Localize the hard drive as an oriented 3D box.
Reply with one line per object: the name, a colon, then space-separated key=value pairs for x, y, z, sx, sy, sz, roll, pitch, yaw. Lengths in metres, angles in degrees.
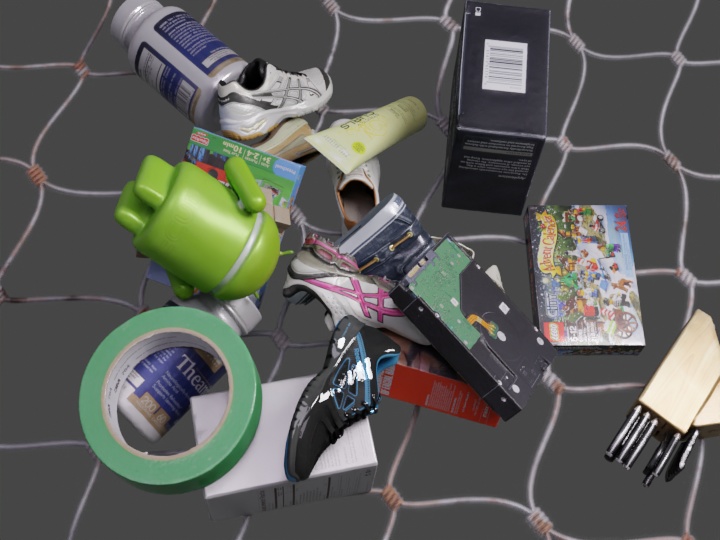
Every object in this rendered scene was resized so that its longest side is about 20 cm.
hard drive: x=0.134 y=0.064 z=1.285 sx=0.200 sy=0.038 sz=0.140 roll=47 pitch=37 yaw=-1

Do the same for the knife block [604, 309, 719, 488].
knife block: x=0.368 y=0.160 z=1.353 sx=0.173 sy=0.064 sz=0.203 roll=-6 pitch=65 yaw=-6

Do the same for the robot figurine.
robot figurine: x=-0.177 y=-0.043 z=1.243 sx=0.199 sy=0.176 sz=0.116 roll=32 pitch=29 yaw=-19

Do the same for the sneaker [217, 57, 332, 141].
sneaker: x=-0.111 y=-0.246 z=1.464 sx=0.075 sy=0.089 sz=0.199 roll=8 pitch=31 yaw=38

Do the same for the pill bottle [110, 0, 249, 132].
pill bottle: x=-0.248 y=-0.291 z=1.508 sx=0.200 sy=0.111 sz=0.111 roll=41 pitch=69 yaw=15

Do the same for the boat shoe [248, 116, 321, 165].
boat shoe: x=-0.129 y=-0.127 z=1.464 sx=0.200 sy=0.072 sz=0.076 roll=-42 pitch=85 yaw=-20

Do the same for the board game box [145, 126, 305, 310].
board game box: x=-0.172 y=-0.061 z=1.395 sx=0.149 sy=0.037 sz=0.203 roll=19 pitch=96 yaw=7

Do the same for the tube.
tube: x=0.015 y=-0.182 z=1.458 sx=0.057 sy=0.053 sz=0.199 roll=1 pitch=22 yaw=41

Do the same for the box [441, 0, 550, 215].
box: x=0.176 y=-0.210 z=1.442 sx=0.115 sy=0.201 sz=0.199 roll=6 pitch=65 yaw=1

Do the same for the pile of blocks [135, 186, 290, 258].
pile of blocks: x=-0.184 y=-0.062 z=1.353 sx=0.197 sy=0.082 sz=0.063 roll=-8 pitch=62 yaw=2

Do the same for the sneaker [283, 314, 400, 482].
sneaker: x=-0.022 y=0.145 z=1.202 sx=0.081 sy=0.073 sz=0.202 roll=23 pitch=66 yaw=6

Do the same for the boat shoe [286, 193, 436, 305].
boat shoe: x=0.000 y=0.000 z=1.382 sx=0.200 sy=0.071 sz=0.091 roll=-40 pitch=101 yaw=19

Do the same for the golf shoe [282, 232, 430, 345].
golf shoe: x=0.001 y=0.042 z=1.312 sx=0.198 sy=0.073 sz=0.093 roll=31 pitch=86 yaw=4

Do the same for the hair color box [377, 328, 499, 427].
hair color box: x=0.085 y=0.108 z=1.344 sx=0.197 sy=0.065 sz=0.112 roll=14 pitch=41 yaw=5

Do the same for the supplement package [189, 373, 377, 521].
supplement package: x=-0.090 y=0.204 z=1.277 sx=0.197 sy=0.120 sz=0.123 roll=-9 pitch=66 yaw=-8

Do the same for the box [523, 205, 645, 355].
box: x=0.290 y=0.011 z=1.433 sx=0.134 sy=0.038 sz=0.203 roll=0 pitch=65 yaw=-3

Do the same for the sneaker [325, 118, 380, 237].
sneaker: x=-0.004 y=-0.129 z=1.460 sx=0.072 sy=0.085 sz=0.203 roll=-9 pitch=64 yaw=-5

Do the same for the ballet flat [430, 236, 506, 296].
ballet flat: x=0.132 y=0.005 z=1.417 sx=0.199 sy=0.068 sz=0.075 roll=36 pitch=59 yaw=17

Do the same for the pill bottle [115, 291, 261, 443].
pill bottle: x=-0.215 y=0.099 z=1.316 sx=0.111 sy=0.111 sz=0.200 roll=40 pitch=75 yaw=15

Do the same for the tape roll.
tape roll: x=-0.209 y=0.142 z=1.210 sx=0.197 sy=0.048 sz=0.203 roll=-2 pitch=67 yaw=4
